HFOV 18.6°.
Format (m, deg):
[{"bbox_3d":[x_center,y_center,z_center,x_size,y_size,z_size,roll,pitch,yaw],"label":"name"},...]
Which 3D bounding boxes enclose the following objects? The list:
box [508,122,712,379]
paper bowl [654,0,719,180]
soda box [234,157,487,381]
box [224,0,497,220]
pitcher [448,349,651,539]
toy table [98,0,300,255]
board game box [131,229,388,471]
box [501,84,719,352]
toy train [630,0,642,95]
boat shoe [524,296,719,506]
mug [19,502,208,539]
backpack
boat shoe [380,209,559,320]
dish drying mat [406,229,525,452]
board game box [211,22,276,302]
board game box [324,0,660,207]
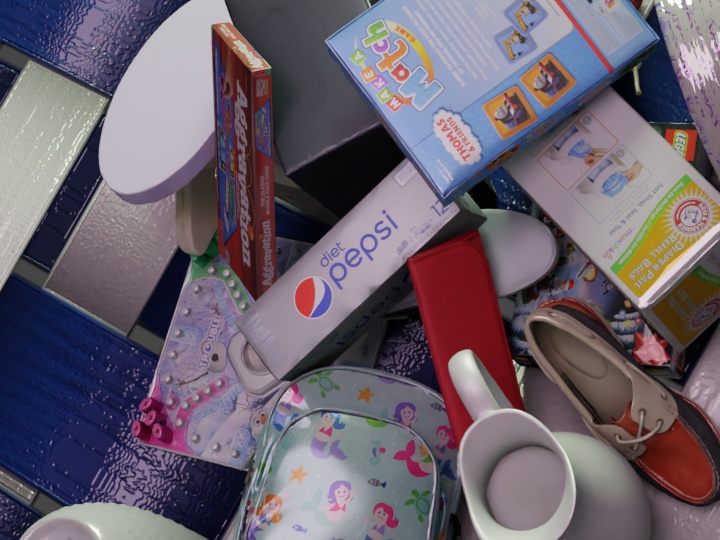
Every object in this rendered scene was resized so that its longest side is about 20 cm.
[{"bbox_3d":[0.199,-0.019,1.735,0.136,0.040,0.201,3,73,24],"label":"box"},{"bbox_3d":[0.300,-0.148,1.642,0.104,0.201,0.202,-21,65,15],"label":"paper bowl"},{"bbox_3d":[0.000,0.000,1.704,0.200,0.068,0.064,-43,72,13],"label":"soda box"},{"bbox_3d":[-0.001,-0.148,1.780,0.117,0.200,0.198,-27,63,14],"label":"box"},{"bbox_3d":[0.132,0.151,1.614,0.121,0.200,0.172,-28,62,13],"label":"pitcher"},{"bbox_3d":[-0.126,-0.122,1.859,0.183,0.117,0.200,28,78,40],"label":"toy table"},{"bbox_3d":[-0.082,0.067,1.841,0.199,0.026,0.201,11,77,27],"label":"board game box"},{"bbox_3d":[0.201,-0.051,1.657,0.101,0.112,0.200,-44,59,4],"label":"box"},{"bbox_3d":[0.166,-0.221,1.803,0.115,0.085,0.201,-16,66,30],"label":"toy train"},{"bbox_3d":[0.200,0.101,1.652,0.071,0.063,0.200,-45,79,21],"label":"boat shoe"},{"bbox_3d":[-0.185,0.276,1.725,0.147,0.175,0.200,-38,60,7],"label":"mug"},{"bbox_3d":[-0.005,0.175,1.698,0.176,0.151,0.201,14,69,5],"label":"backpack"},{"bbox_3d":[0.069,0.004,1.749,0.198,0.068,0.074,-19,77,20],"label":"boat shoe"},{"bbox_3d":[0.089,0.075,1.679,0.018,0.077,0.201,-1,108,51],"label":"dish drying mat"},{"bbox_3d":[-0.092,-0.084,1.734,0.019,0.201,0.103,-11,29,-20],"label":"board game box"},{"bbox_3d":[0.097,-0.167,1.629,0.200,0.037,0.152,-36,79,-5],"label":"board game box"}]
